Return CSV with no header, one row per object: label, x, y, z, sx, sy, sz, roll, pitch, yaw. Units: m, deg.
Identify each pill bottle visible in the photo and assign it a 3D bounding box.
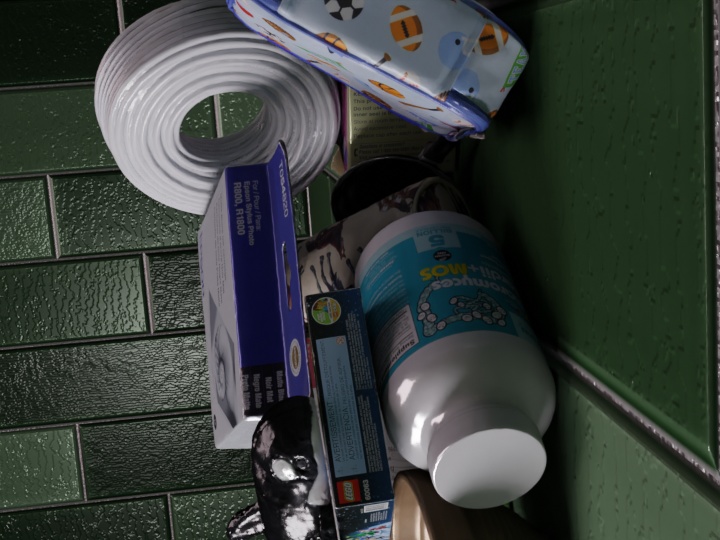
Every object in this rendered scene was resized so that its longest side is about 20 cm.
pill bottle,0.062,0.057,0.707,0.200,0.111,0.111,-104,11,-51

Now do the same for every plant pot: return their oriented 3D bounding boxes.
plant pot,0.083,0.227,0.712,0.201,0.093,0.201,173,90,-82

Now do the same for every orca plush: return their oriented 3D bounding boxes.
orca plush,-0.054,0.158,0.713,0.200,0.071,0.105,86,174,-58

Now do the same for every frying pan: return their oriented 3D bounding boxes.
frying pan,0.034,-0.081,0.872,0.190,0.115,0.031,93,-173,-46

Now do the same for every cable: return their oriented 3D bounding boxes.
cable,-0.116,-0.130,0.890,0.200,0.200,0.069,88,168,-48

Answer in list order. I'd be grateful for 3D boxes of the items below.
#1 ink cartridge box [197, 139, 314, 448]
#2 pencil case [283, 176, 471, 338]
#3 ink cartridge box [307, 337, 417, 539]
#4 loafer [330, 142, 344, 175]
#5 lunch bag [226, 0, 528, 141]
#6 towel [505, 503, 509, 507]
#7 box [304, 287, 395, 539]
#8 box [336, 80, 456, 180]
ink cartridge box,-0.089,0.027,0.833,0.200,0.041,0.200,132,134,-65
pencil case,0.000,0.000,0.887,0.078,0.200,0.090,4,-113,-51
ink cartridge box,0.003,0.155,0.890,0.084,0.145,0.200,44,-143,-65
loafer,0.008,-0.158,1.081,0.200,0.067,0.076,-89,19,-49
lunch bag,0.009,-0.153,0.705,0.076,0.200,0.160,-60,9,0
towel,0.094,0.212,0.913,0.200,0.031,0.149,115,149,-78
box,-0.007,0.112,0.745,0.200,0.038,0.137,90,171,-67
box,0.022,-0.209,0.922,0.176,0.096,0.200,-103,11,-52
